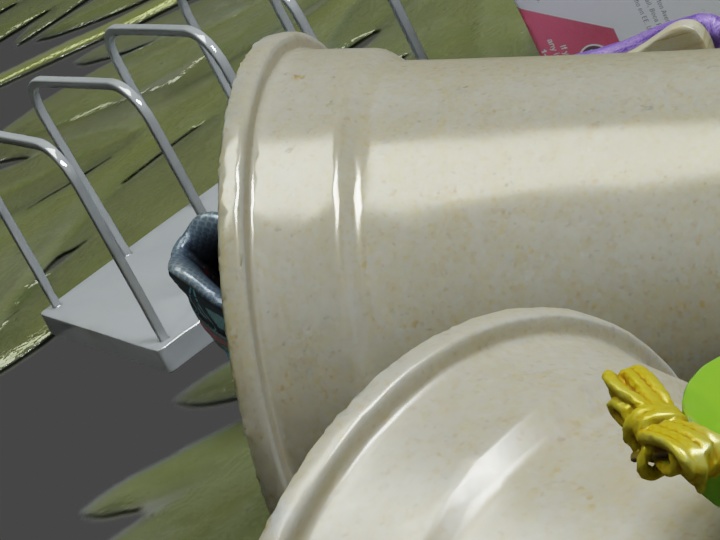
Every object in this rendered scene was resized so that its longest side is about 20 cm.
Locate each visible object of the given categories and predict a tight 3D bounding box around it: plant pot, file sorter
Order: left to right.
[{"bbox_3d":[-0.075,-0.065,1.304,0.200,0.125,0.139,-38,23,-21],"label":"file sorter"},{"bbox_3d":[0.074,0.005,0.885,0.183,0.201,0.201,-9,26,17],"label":"plant pot"},{"bbox_3d":[0.095,0.122,0.616,0.183,0.201,0.200,12,44,44],"label":"plant pot"}]

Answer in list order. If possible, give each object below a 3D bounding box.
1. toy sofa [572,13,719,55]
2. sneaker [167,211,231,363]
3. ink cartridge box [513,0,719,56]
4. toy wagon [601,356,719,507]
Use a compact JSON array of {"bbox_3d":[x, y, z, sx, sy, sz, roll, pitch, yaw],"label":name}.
[{"bbox_3d":[0.095,-0.061,1.123,0.199,0.098,0.083,-15,26,34],"label":"toy sofa"},{"bbox_3d":[0.000,0.000,1.090,0.199,0.096,0.080,-14,44,38],"label":"sneaker"},{"bbox_3d":[0.166,-0.163,1.197,0.199,0.146,0.085,-16,23,28],"label":"ink cartridge box"},{"bbox_3d":[0.146,0.021,0.586,0.199,0.040,0.155,-15,32,-18],"label":"toy wagon"}]
